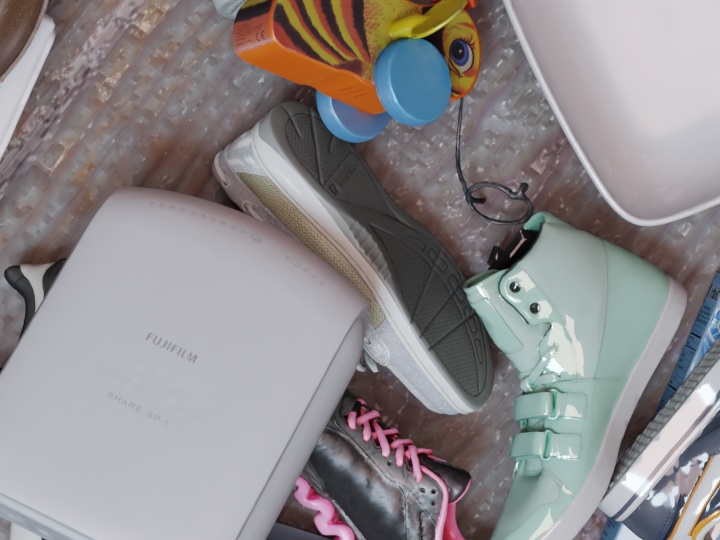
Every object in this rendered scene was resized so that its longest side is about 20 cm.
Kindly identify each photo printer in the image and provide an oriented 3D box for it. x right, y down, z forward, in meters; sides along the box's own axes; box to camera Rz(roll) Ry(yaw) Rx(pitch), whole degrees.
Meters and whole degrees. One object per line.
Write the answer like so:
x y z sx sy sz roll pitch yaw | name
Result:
-0.099 0.060 1.282 0.166 0.069 0.200 26 72 11 | photo printer

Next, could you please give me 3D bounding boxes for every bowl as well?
0.186 -0.145 1.360 0.200 0.075 0.200 -27 95 0 | bowl

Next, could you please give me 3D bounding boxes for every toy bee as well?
0.018 -0.119 1.348 0.131 0.200 0.109 1 63 30 | toy bee

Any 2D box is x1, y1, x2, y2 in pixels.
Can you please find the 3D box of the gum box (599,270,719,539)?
0.242 0.125 1.397 0.170 0.045 0.200 22 93 -4 | gum box

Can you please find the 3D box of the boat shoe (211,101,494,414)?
-0.001 0.000 1.368 0.065 0.074 0.202 -34 100 36 | boat shoe

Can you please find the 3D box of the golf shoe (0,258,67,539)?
-0.176 0.093 1.362 0.092 0.073 0.200 12 84 1 | golf shoe

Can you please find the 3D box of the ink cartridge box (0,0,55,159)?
-0.284 -0.107 1.302 0.200 0.084 0.145 25 80 -15 | ink cartridge box

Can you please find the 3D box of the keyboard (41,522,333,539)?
-0.095 0.190 1.352 0.200 0.021 0.127 20 92 -31 | keyboard

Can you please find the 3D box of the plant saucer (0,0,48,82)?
-0.257 -0.166 1.254 0.200 0.032 0.201 2 85 -20 | plant saucer

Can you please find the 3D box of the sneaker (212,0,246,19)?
-0.003 -0.218 1.350 0.200 0.075 0.105 -26 76 9 | sneaker

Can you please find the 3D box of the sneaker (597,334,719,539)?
0.217 0.071 1.331 0.079 0.078 0.200 37 103 2 | sneaker

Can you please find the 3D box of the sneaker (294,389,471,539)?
0.013 0.112 1.355 0.095 0.079 0.200 -23 103 25 | sneaker

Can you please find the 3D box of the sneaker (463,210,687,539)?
0.089 0.066 1.350 0.118 0.074 0.201 32 71 -15 | sneaker
